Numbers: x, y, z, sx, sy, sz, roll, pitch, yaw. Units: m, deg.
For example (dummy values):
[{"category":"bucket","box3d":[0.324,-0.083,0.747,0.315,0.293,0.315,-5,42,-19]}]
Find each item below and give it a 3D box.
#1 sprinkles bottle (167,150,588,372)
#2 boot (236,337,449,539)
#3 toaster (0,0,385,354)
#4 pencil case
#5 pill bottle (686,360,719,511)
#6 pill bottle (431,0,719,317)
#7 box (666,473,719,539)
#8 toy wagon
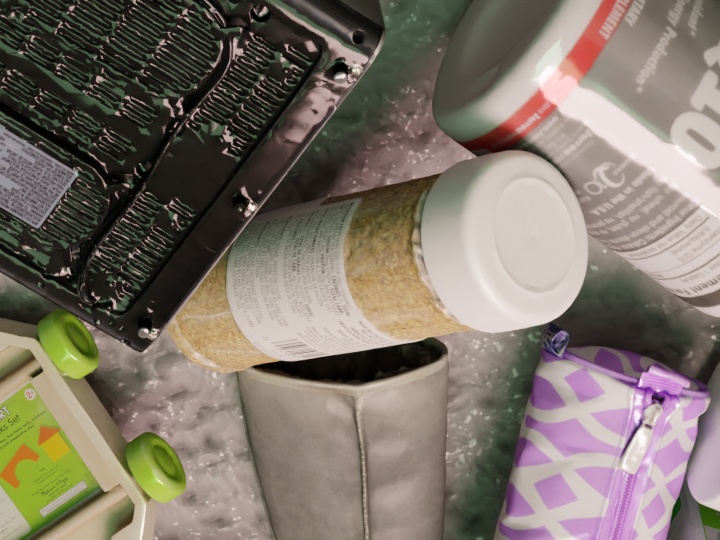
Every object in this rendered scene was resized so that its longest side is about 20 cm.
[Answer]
[{"category":"sprinkles bottle","box3d":[0.000,0.000,0.906,0.200,0.068,0.068,-11,127,48]},{"category":"boot","box3d":[0.032,0.119,1.040,0.181,0.073,0.200,0,114,-2]},{"category":"toaster","box3d":[-0.116,-0.092,0.880,0.200,0.119,0.181,31,115,-17]},{"category":"pencil case","box3d":[0.100,0.129,0.985,0.084,0.085,0.200,10,96,-24]},{"category":"pill bottle","box3d":[0.254,0.097,0.992,0.200,0.112,0.112,20,118,-12]},{"category":"pill bottle","box3d":[0.139,-0.052,0.905,0.200,0.114,0.114,33,115,-18]},{"category":"box","box3d":[0.226,0.198,1.015,0.200,0.177,0.097,20,118,-12]},{"category":"toy wagon","box3d":[-0.180,0.079,1.008,0.155,0.040,0.200,-33,93,15]}]
